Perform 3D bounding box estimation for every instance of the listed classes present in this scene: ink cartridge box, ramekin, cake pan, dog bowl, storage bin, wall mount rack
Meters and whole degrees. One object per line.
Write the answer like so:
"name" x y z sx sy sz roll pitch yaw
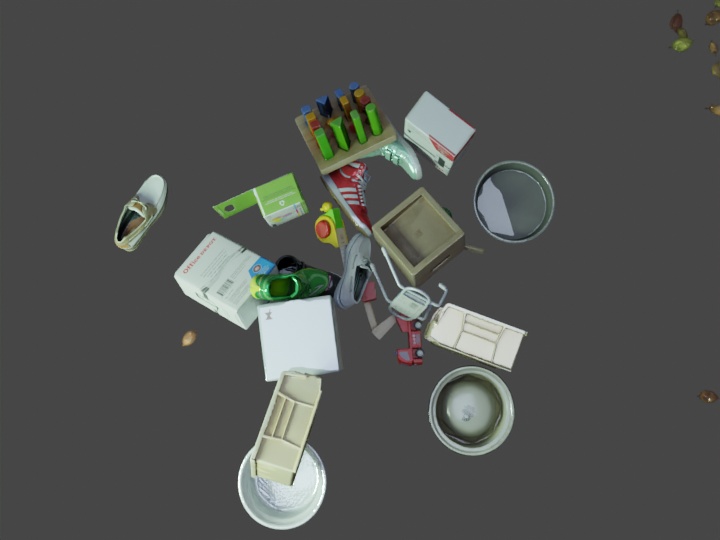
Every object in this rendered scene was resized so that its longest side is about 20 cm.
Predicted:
"ink cartridge box" 0.180 -0.315 1.721 0.144 0.200 0.084 38 88 5
"ramekin" -0.173 0.475 1.677 0.197 0.098 0.204 0 82 0
"ink cartridge box" -0.302 0.020 1.691 0.198 0.085 0.146 26 64 26
"cake pan" 0.368 -0.164 1.782 0.197 0.037 0.203 0 83 0
"dog bowl" 0.252 0.322 1.706 0.197 0.074 0.203 0 84 0
"storage bin" 0.250 0.149 1.664 0.196 0.200 0.095 21 86 3
"ink cartridge box" -0.229 -0.144 1.728 0.198 0.148 0.077 -24 85 -2
"storage bin" -0.152 0.331 1.539 0.092 0.201 0.201 17 64 1
"wall mount rack" 0.095 0.037 1.636 0.172 0.200 0.075 29 67 -2

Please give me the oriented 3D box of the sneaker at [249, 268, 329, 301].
"sneaker" -0.147 0.039 1.632 0.198 0.083 0.075 -7 102 -38

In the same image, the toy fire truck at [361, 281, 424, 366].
"toy fire truck" 0.076 0.126 1.742 0.139 0.049 0.203 -3 84 0

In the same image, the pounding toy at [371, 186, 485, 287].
"pounding toy" 0.165 -0.072 1.738 0.199 0.142 0.185 -38 71 -6

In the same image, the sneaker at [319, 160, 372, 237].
"sneaker" -0.002 -0.181 1.756 0.112 0.071 0.201 -34 70 -3

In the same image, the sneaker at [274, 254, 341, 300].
"sneaker" -0.118 0.020 1.731 0.197 0.099 0.072 17 82 1

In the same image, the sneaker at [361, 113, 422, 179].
"sneaker" 0.057 -0.276 1.777 0.118 0.074 0.201 -34 74 -10

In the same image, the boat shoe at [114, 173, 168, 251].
"boat shoe" -0.525 -0.142 1.768 0.074 0.068 0.202 23 84 3

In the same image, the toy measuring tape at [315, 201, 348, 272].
"toy measuring tape" -0.066 -0.063 1.762 0.072 0.074 0.203 -12 93 -1

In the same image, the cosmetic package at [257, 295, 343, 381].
"cosmetic package" -0.131 0.155 1.664 0.165 0.200 0.169 -7 83 0

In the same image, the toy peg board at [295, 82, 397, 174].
"toy peg board" -0.046 -0.362 1.735 0.198 0.098 0.200 -25 55 -2

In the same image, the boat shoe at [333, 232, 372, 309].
"boat shoe" 0.000 0.000 1.720 0.066 0.073 0.202 -9 56 41
